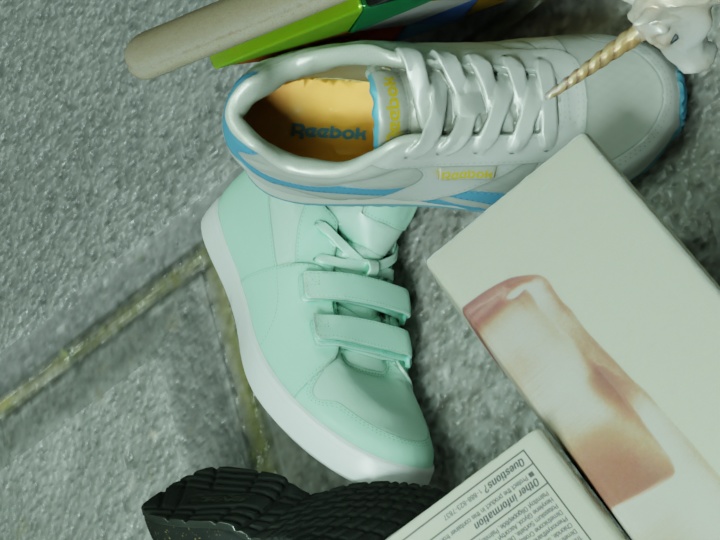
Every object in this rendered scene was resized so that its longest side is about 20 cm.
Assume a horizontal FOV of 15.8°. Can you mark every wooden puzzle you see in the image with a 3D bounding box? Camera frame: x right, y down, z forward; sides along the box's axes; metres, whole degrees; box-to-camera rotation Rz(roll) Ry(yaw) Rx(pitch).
[{"bbox_3d":[0.023,-0.124,1.119,0.184,0.200,0.037,-18,92,38],"label":"wooden puzzle"}]

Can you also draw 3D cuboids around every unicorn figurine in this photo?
[{"bbox_3d":[0.192,-0.088,0.973,0.199,0.137,0.074,-2,75,43],"label":"unicorn figurine"}]

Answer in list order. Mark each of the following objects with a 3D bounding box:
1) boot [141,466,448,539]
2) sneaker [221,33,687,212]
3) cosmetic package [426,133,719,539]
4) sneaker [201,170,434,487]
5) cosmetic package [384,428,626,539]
[{"bbox_3d":[-0.005,0.159,1.112,0.199,0.068,0.132,6,117,43],"label":"boot"},{"bbox_3d":[0.040,-0.063,1.105,0.198,0.081,0.077,-6,82,8],"label":"sneaker"},{"bbox_3d":[0.121,0.056,1.005,0.087,0.103,0.200,-38,49,3],"label":"cosmetic package"},{"bbox_3d":[0.000,0.000,1.163,0.118,0.073,0.201,-52,46,26],"label":"sneaker"},{"bbox_3d":[0.087,0.171,0.954,0.105,0.071,0.200,-34,70,-2],"label":"cosmetic package"}]
